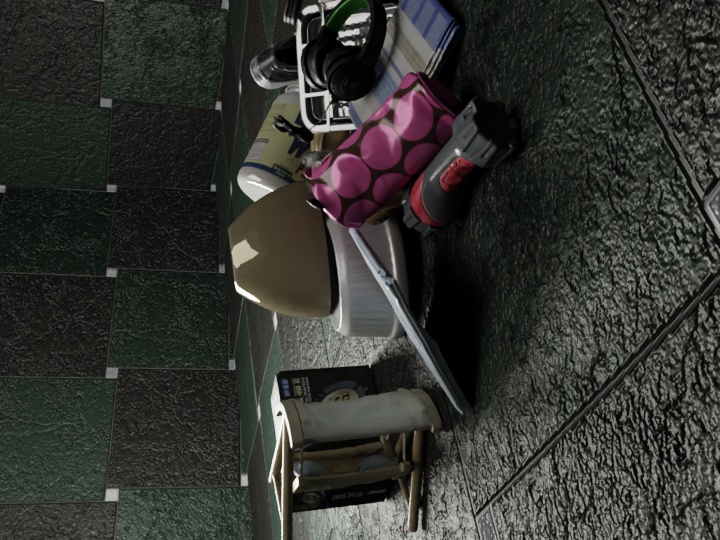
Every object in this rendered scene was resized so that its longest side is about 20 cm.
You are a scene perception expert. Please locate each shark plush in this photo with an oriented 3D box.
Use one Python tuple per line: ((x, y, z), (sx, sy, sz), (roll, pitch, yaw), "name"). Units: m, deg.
((-0.018, -0.156, 1.159), (0.200, 0.081, 0.094), (-36, -55, -72), "shark plush")

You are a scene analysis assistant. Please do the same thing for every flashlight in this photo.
((0.105, -0.102, 0.837), (0.200, 0.066, 0.070), (135, 136, -63), "flashlight")

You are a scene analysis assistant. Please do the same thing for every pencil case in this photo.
((0.027, -0.139, 0.895), (0.199, 0.094, 0.091), (-41, -1, 24), "pencil case")

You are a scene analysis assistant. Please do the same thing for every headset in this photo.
((-0.041, -0.262, 1.006), (0.123, 0.092, 0.204), (37, 106, 50), "headset")

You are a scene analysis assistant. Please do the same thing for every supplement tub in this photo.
((-0.106, -0.204, 1.320), (0.204, 0.143, 0.145), (-65, 12, -12), "supplement tub")

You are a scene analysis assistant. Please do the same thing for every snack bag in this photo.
((0.054, 0.049, 0.923), (0.202, 0.021, 0.189), (60, 180, -26), "snack bag")

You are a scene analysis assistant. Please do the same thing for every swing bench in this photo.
((-0.014, 0.244, 1.044), (0.131, 0.193, 0.204), (-116, 29, -55), "swing bench")

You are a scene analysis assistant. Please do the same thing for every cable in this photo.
((-0.086, -0.437, 1.120), (0.097, 0.049, 0.205), (144, 146, -73), "cable")

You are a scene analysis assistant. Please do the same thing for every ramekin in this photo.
((0.000, 0.000, 1.113), (0.202, 0.092, 0.209), (173, 90, -80), "ramekin")

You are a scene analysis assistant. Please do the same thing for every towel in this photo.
((0.049, -0.243, 0.969), (0.203, 0.023, 0.148), (-61, 35, 28), "towel")

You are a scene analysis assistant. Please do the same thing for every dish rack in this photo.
((-0.002, -0.281, 1.075), (0.196, 0.043, 0.177), (4, 100, 39), "dish rack")

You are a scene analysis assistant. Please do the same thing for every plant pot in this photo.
((-0.124, -0.024, 1.154), (0.200, 0.131, 0.206), (172, 90, -82), "plant pot")

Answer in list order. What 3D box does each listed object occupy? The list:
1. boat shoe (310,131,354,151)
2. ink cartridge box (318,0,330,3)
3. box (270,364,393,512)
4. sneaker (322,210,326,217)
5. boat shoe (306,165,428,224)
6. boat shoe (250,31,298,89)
((-0.029, -0.241, 1.241), (0.065, 0.071, 0.205), (-10, 65, 65), "boat shoe")
((-0.002, -0.421, 1.138), (0.200, 0.080, 0.150), (123, 142, -64), "ink cartridge box")
((-0.048, 0.261, 1.236), (0.087, 0.159, 0.203), (107, 156, -48), "box")
((-0.038, -0.038, 1.227), (0.075, 0.078, 0.205), (-58, -45, -69), "sneaker")
((0.020, -0.101, 1.016), (0.196, 0.076, 0.073), (8, 134, 38), "boat shoe")
((-0.086, -0.336, 1.211), (0.067, 0.198, 0.075), (-26, 90, 41), "boat shoe")
